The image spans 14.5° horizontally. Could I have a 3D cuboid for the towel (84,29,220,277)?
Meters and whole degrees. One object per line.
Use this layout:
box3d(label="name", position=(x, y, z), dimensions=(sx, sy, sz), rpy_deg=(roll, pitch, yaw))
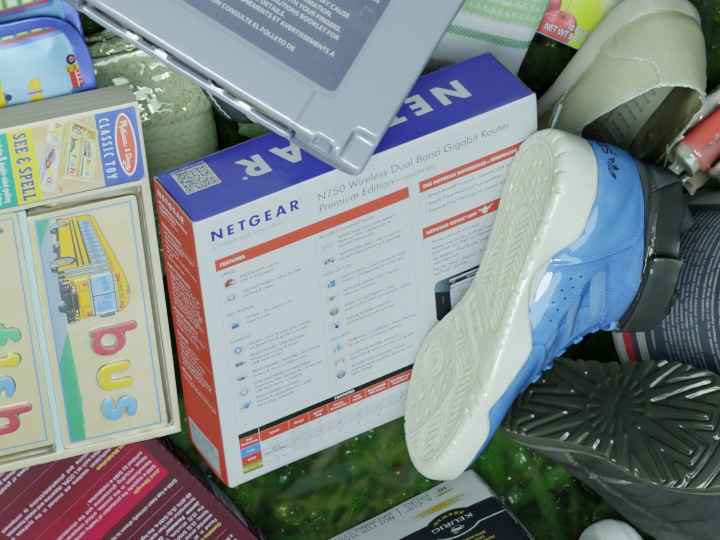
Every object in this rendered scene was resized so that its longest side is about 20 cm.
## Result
box3d(label="towel", position=(-0.167, -0.051, 1.517), dimensions=(0.200, 0.036, 0.149), rpy_deg=(-13, 111, -12))

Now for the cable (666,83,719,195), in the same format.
box3d(label="cable", position=(0.231, -0.115, 1.585), dimensions=(0.050, 0.097, 0.200), rpy_deg=(42, 89, -14))

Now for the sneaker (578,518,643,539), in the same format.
box3d(label="sneaker", position=(0.195, 0.212, 1.695), dimensions=(0.088, 0.075, 0.200), rpy_deg=(-32, 123, -9))

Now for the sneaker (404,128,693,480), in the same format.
box3d(label="sneaker", position=(0.105, 0.028, 1.485), dimensions=(0.111, 0.077, 0.200), rpy_deg=(14, 106, -31))

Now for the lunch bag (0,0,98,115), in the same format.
box3d(label="lunch bag", position=(-0.219, -0.110, 1.441), dimensions=(0.150, 0.094, 0.200), rpy_deg=(-17, 105, -11))

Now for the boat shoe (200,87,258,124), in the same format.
box3d(label="boat shoe", position=(-0.109, -0.160, 1.470), dimensions=(0.066, 0.075, 0.200), rpy_deg=(-23, 103, 22))

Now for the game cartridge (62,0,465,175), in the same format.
box3d(label="game cartridge", position=(-0.052, -0.153, 1.401), dimensions=(0.200, 0.041, 0.133), rpy_deg=(32, 81, -3))

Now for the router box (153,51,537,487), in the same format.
box3d(label="router box", position=(0.000, 0.000, 1.483), dimensions=(0.200, 0.049, 0.180), rpy_deg=(-21, 131, -20))

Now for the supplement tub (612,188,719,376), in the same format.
box3d(label="supplement tub", position=(0.242, 0.023, 1.559), dimensions=(0.140, 0.200, 0.141), rpy_deg=(0, 91, -27))

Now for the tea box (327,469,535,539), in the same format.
box3d(label="tea box", position=(0.027, 0.239, 1.580), dimensions=(0.200, 0.197, 0.134), rpy_deg=(-26, 112, -6))

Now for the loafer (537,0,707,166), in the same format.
box3d(label="loafer", position=(0.124, -0.062, 1.554), dimensions=(0.076, 0.068, 0.200), rpy_deg=(13, 127, -25))

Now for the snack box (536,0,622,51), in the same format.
box3d(label="snack box", position=(0.069, -0.218, 1.523), dimensions=(0.200, 0.053, 0.142), rpy_deg=(20, 102, -22))

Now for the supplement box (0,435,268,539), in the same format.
box3d(label="supplement box", position=(-0.149, 0.127, 1.565), dimensions=(0.109, 0.061, 0.200), rpy_deg=(-43, 112, 0))

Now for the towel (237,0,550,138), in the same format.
box3d(label="towel", position=(0.025, -0.138, 1.504), dimensions=(0.149, 0.031, 0.200), rpy_deg=(11, 128, -13))

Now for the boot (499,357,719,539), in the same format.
box3d(label="boot", position=(0.181, 0.113, 1.565), dimensions=(0.200, 0.182, 0.073), rpy_deg=(44, 69, -47))

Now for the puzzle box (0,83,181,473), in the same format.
box3d(label="puzzle box", position=(-0.167, 0.009, 1.458), dimensions=(0.133, 0.025, 0.200), rpy_deg=(-13, 120, -12))
